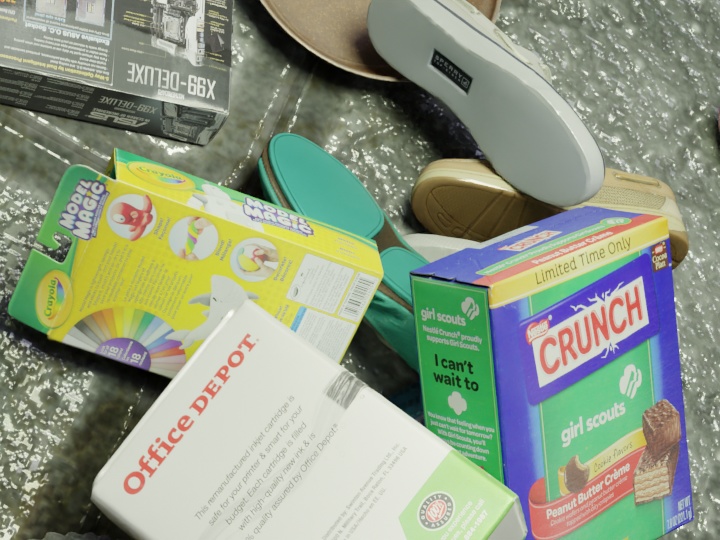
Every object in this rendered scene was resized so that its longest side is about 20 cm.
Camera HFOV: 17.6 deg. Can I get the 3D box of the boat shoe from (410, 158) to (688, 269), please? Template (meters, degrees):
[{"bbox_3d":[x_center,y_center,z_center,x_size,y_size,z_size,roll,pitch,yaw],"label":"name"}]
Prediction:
[{"bbox_3d":[0.123,-0.045,1.551,0.199,0.071,0.065,13,50,-22],"label":"boat shoe"}]

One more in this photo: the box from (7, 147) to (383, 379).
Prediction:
[{"bbox_3d":[-0.100,0.007,1.387,0.199,0.118,0.048,19,25,-18],"label":"box"}]

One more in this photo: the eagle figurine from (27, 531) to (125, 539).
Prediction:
[{"bbox_3d":[-0.128,0.239,1.262,0.200,0.152,0.151,42,76,-8],"label":"eagle figurine"}]

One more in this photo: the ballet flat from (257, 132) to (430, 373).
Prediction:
[{"bbox_3d":[0.000,0.000,1.460,0.200,0.071,0.067,43,46,16],"label":"ballet flat"}]

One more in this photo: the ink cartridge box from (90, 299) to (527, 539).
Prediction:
[{"bbox_3d":[-0.028,0.136,1.308,0.200,0.084,0.146,35,79,20],"label":"ink cartridge box"}]

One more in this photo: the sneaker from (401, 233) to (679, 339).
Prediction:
[{"bbox_3d":[0.109,0.017,1.519,0.199,0.076,0.089,17,26,-2],"label":"sneaker"}]

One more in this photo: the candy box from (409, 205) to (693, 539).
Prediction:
[{"bbox_3d":[0.117,0.078,1.398,0.168,0.077,0.202,-20,108,-41],"label":"candy box"}]

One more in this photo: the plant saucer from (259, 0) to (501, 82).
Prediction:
[{"bbox_3d":[0.001,-0.211,1.585,0.199,0.037,0.202,10,63,-20],"label":"plant saucer"}]

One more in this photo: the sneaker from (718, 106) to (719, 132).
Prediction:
[{"bbox_3d":[0.296,-0.032,1.618,0.104,0.075,0.201,-28,85,-38],"label":"sneaker"}]

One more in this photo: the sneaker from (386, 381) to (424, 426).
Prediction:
[{"bbox_3d":[0.053,0.113,1.444,0.199,0.076,0.081,-21,102,-37],"label":"sneaker"}]

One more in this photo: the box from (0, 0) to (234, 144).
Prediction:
[{"bbox_3d":[-0.178,-0.176,1.474,0.199,0.050,0.159,10,63,-21],"label":"box"}]

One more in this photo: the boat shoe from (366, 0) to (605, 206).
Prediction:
[{"bbox_3d":[0.093,-0.121,1.510,0.200,0.071,0.070,41,43,24],"label":"boat shoe"}]
